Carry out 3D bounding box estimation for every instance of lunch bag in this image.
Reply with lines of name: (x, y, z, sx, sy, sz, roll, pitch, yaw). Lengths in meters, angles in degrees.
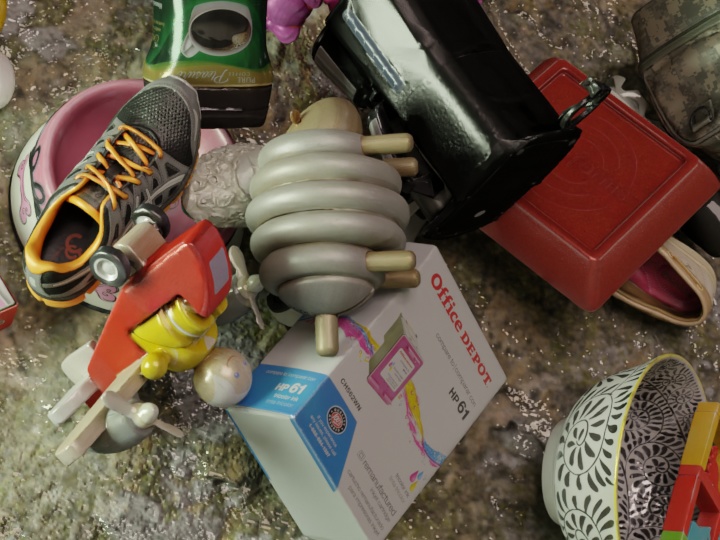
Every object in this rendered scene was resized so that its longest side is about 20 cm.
lunch bag: (0.356, -0.161, 1.693, 0.199, 0.139, 0.169, 19, 56, -39)

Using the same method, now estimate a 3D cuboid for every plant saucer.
plant saucer: (0.183, -0.088, 1.611, 0.199, 0.037, 0.200, 39, 58, 17)

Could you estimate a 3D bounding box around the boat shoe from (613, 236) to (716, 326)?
boat shoe: (0.224, -0.016, 1.628, 0.199, 0.074, 0.069, 28, 25, -5)

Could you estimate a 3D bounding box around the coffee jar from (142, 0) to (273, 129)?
coffee jar: (-0.119, -0.212, 1.475, 0.103, 0.085, 0.202, -1, 103, -17)

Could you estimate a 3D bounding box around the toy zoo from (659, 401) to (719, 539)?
toy zoo: (0.290, 0.202, 1.536, 0.131, 0.020, 0.201, 53, 47, -42)

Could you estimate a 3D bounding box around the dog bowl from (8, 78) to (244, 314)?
dog bowl: (-0.182, -0.067, 1.523, 0.198, 0.074, 0.202, 8, 63, -16)

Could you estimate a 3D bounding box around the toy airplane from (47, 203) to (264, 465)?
toy airplane: (-0.148, 0.063, 1.401, 0.140, 0.199, 0.201, 32, 86, 4)

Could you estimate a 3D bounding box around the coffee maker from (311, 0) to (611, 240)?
coffee maker: (0.080, -0.158, 1.514, 0.192, 0.135, 0.201, -37, 74, 14)

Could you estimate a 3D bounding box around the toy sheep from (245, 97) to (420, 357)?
toy sheep: (-0.022, -0.035, 1.411, 0.136, 0.138, 0.202, 6, 69, -16)

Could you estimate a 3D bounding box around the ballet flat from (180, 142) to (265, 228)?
ballet flat: (-0.057, -0.078, 1.508, 0.199, 0.072, 0.072, -9, 66, -47)

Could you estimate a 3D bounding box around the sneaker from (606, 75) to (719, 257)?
sneaker: (0.253, -0.078, 1.684, 0.088, 0.074, 0.200, -28, 66, -27)

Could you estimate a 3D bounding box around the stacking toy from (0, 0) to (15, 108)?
stacking toy: (-0.335, -0.226, 1.533, 0.145, 0.146, 0.201, -27, 91, -28)

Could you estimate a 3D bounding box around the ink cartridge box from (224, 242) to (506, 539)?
ink cartridge box: (0.009, 0.094, 1.468, 0.200, 0.084, 0.145, -50, 124, -32)

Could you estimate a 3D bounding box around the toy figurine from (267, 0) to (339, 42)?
toy figurine: (-0.081, -0.265, 1.591, 0.184, 0.200, 0.150, 40, 31, -4)

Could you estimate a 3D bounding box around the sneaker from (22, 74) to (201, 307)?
sneaker: (-0.186, -0.061, 1.415, 0.078, 0.077, 0.201, 31, 85, 8)

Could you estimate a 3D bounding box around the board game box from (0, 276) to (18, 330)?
board game box: (-0.380, -0.017, 1.448, 0.152, 0.040, 0.201, -26, 76, -28)

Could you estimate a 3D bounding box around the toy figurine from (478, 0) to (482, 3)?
toy figurine: (0.066, -0.262, 1.660, 0.150, 0.198, 0.186, 25, 65, -51)

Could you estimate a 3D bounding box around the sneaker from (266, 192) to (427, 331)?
sneaker: (0.000, 0.000, 1.564, 0.200, 0.074, 0.080, -46, 116, -37)

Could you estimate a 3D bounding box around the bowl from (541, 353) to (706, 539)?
bowl: (0.206, 0.166, 1.512, 0.200, 0.093, 0.203, -3, 93, -57)
